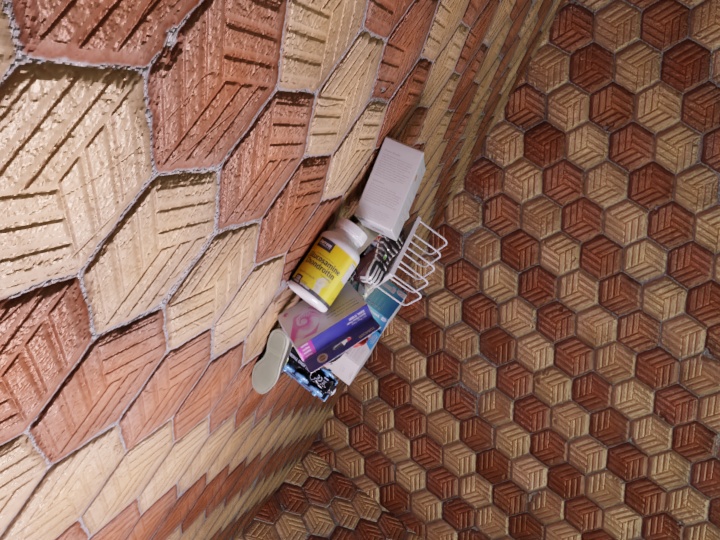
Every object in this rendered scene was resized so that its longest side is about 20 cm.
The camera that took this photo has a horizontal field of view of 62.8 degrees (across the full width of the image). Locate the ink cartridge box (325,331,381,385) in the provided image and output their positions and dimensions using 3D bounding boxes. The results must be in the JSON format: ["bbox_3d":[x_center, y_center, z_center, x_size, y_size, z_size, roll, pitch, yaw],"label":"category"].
[{"bbox_3d":[-0.063,0.231,1.905,0.148,0.198,0.146,-49,170,-35],"label":"ink cartridge box"}]

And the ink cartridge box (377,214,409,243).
[{"bbox_3d":[0.099,-0.136,1.774,0.200,0.042,0.180,-41,124,-59],"label":"ink cartridge box"}]

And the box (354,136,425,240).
[{"bbox_3d":[0.077,-0.198,1.458,0.152,0.104,0.206,37,75,-80],"label":"box"}]

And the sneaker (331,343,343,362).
[{"bbox_3d":[-0.120,0.176,1.613,0.076,0.116,0.199,-43,144,10],"label":"sneaker"}]

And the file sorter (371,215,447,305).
[{"bbox_3d":[0.144,-0.021,1.688,0.204,0.123,0.139,-61,-170,-24],"label":"file sorter"}]

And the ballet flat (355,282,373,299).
[{"bbox_3d":[0.013,0.031,1.820,0.073,0.069,0.206,109,-10,-57],"label":"ballet flat"}]

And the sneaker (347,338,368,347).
[{"bbox_3d":[-0.042,0.187,1.685,0.114,0.079,0.201,-37,-169,13],"label":"sneaker"}]

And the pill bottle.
[{"bbox_3d":[-0.070,-0.017,1.358,0.203,0.110,0.112,-56,170,-9],"label":"pill bottle"}]

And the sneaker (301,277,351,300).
[{"bbox_3d":[-0.080,0.033,1.528,0.200,0.087,0.078,-45,165,-53],"label":"sneaker"}]

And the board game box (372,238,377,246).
[{"bbox_3d":[0.062,-0.067,1.909,0.203,0.094,0.030,-56,170,-6],"label":"board game box"}]

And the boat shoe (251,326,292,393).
[{"bbox_3d":[-0.216,0.224,1.490,0.205,0.071,0.060,-63,168,26],"label":"boat shoe"}]

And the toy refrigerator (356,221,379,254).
[{"bbox_3d":[-0.027,-0.065,1.523,0.076,0.070,0.200,-41,-176,40],"label":"toy refrigerator"}]

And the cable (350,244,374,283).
[{"bbox_3d":[0.000,0.000,1.730,0.202,0.050,0.098,-54,172,-24],"label":"cable"}]

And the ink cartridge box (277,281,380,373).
[{"bbox_3d":[-0.078,0.117,1.374,0.193,0.200,0.044,-32,127,-11],"label":"ink cartridge box"}]

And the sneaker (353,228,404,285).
[{"bbox_3d":[0.036,-0.050,1.609,0.113,0.076,0.203,-3,-134,46],"label":"sneaker"}]

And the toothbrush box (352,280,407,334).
[{"bbox_3d":[0.033,0.086,1.940,0.147,0.197,0.086,-47,169,-43],"label":"toothbrush box"}]

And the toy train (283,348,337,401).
[{"bbox_3d":[-0.151,0.279,1.640,0.088,0.198,0.114,-52,180,-19],"label":"toy train"}]

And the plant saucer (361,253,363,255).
[{"bbox_3d":[-0.016,-0.064,1.712,0.203,0.036,0.201,-55,171,-13],"label":"plant saucer"}]
